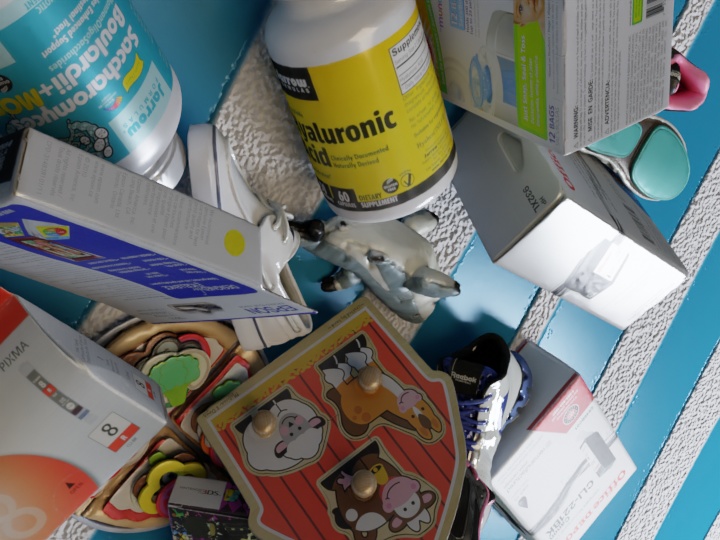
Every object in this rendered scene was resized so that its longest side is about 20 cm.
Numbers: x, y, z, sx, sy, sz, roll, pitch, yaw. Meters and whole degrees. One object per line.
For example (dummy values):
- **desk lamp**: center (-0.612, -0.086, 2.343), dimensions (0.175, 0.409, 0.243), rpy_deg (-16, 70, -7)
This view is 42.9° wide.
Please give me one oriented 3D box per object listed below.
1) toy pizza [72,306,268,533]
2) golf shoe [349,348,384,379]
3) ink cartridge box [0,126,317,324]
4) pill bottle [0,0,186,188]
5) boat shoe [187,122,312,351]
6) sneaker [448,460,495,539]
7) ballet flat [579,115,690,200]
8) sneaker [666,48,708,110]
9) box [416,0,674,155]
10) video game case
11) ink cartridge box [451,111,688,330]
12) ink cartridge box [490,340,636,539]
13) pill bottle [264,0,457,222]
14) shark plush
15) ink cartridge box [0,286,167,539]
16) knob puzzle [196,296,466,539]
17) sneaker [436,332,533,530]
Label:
- **toy pizza**: center (-0.153, 0.126, 0.729), dimensions (0.197, 0.032, 0.205), rpy_deg (-16, 120, -29)
- **golf shoe**: center (-0.021, 0.153, 0.790), dimensions (0.088, 0.077, 0.201), rpy_deg (39, 94, -1)
- **ink cartridge box**: center (-0.155, -0.016, 0.555), dimensions (0.198, 0.195, 0.048), rpy_deg (22, 71, -41)
- **pill bottle**: center (-0.174, -0.120, 0.530), dimensions (0.111, 0.110, 0.201), rpy_deg (-42, 143, -10)
- **boat shoe**: center (-0.077, -0.025, 0.672), dimensions (0.064, 0.075, 0.202), rpy_deg (-10, 136, 1)
- **sneaker**: center (0.067, 0.179, 0.784), dimensions (0.093, 0.079, 0.205), rpy_deg (-1, 72, -21)
- **ballet flat**: center (0.233, -0.120, 0.825), dimensions (0.198, 0.069, 0.071), rpy_deg (17, 102, -45)
- **sneaker**: center (0.234, -0.186, 0.805), dimensions (0.197, 0.095, 0.081), rpy_deg (10, 108, -37)
- **box**: center (0.118, -0.179, 0.664), dimensions (0.100, 0.199, 0.115), rpy_deg (-24, 126, -22)
- **video game case**: center (-0.062, 0.259, 0.767), dimensions (0.177, 0.036, 0.203), rpy_deg (5, 128, 6)
- **ink cartridge box**: center (0.174, -0.051, 0.792), dimensions (0.198, 0.147, 0.084), rpy_deg (24, 123, -40)
- **ink cartridge box**: center (0.195, 0.198, 0.979), dimensions (0.145, 0.083, 0.201), rpy_deg (-46, 131, -9)
- **pill bottle**: center (-0.004, -0.145, 0.653), dimensions (0.110, 0.111, 0.203), rpy_deg (-34, 127, -17)
- **shark plush**: center (0.000, 0.000, 0.759), dimensions (0.197, 0.092, 0.083), rpy_deg (8, 138, -42)
- **ink cartridge box**: center (-0.251, 0.096, 0.603), dimensions (0.162, 0.050, 0.199), rpy_deg (-42, 130, 10)
- **knob puzzle**: center (-0.003, 0.136, 0.701), dimensions (0.217, 0.221, 0.031), rpy_deg (-32, 157, -18)
- **sneaker**: center (0.093, 0.140, 0.847), dimensions (0.202, 0.079, 0.116), rpy_deg (-65, 148, -22)
